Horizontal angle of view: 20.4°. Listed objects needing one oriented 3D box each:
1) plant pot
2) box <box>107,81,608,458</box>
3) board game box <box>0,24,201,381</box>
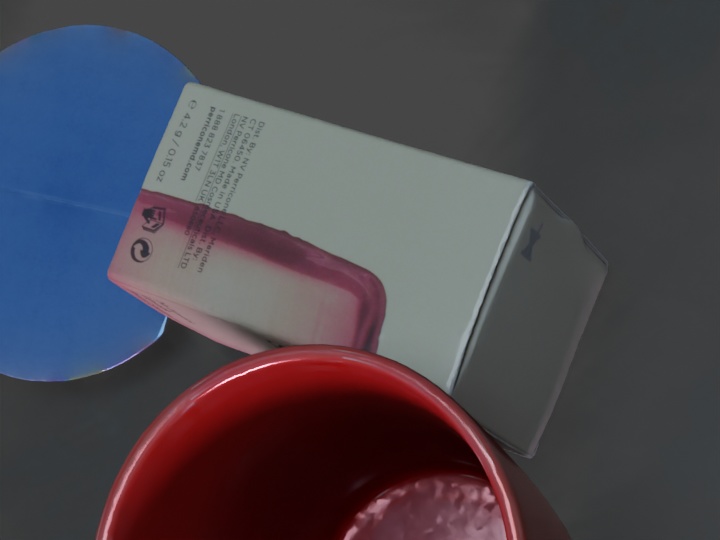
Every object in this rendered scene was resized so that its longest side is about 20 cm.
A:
[{"bbox_3d":[0.009,0.145,0.893,0.199,0.177,0.202,-6,74,23],"label":"plant pot"},{"bbox_3d":[0.000,0.000,0.980,0.199,0.128,0.110,19,81,29],"label":"box"},{"bbox_3d":[-0.155,-0.034,1.115,0.157,0.039,0.201,11,83,22],"label":"board game box"}]
